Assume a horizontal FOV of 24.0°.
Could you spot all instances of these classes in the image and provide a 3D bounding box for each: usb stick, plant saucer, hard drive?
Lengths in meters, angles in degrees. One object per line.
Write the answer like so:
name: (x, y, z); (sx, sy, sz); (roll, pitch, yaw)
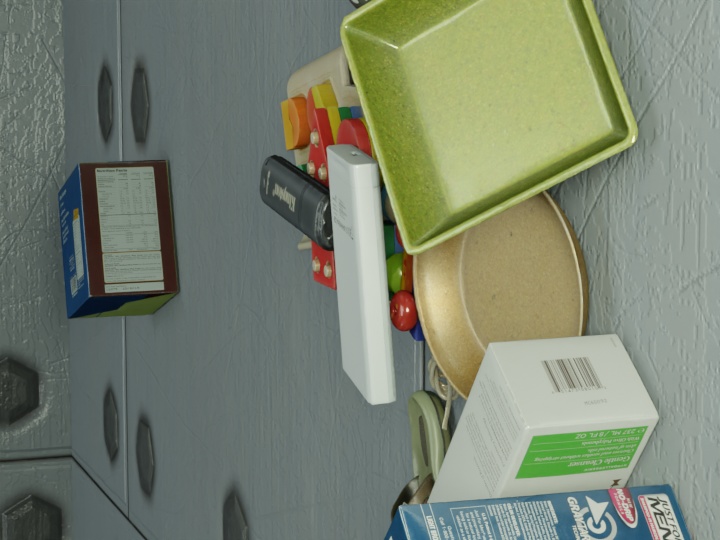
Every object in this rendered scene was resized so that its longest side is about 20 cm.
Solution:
usb stick: (-0.056, -0.066, 1.590); (0.200, 0.032, 0.056); (-142, 47, -66)
plant saucer: (0.114, 0.012, 1.296); (0.200, 0.035, 0.201); (15, 109, 53)
hard drive: (0.000, 0.000, 1.442); (0.132, 0.027, 0.201); (-135, 40, -75)
plant saucer: (0.097, -0.136, 1.234); (0.199, 0.048, 0.201); (-27, 69, 29)

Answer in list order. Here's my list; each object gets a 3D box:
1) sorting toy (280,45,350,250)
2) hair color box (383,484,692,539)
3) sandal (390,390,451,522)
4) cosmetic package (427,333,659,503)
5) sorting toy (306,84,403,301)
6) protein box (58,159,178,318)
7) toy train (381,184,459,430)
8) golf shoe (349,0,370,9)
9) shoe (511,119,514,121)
sorting toy: (-0.043, -0.126, 1.771); (0.185, 0.036, 0.201); (171, 97, -70)
hair color box: (0.112, 0.200, 1.129); (0.100, 0.199, 0.061); (110, 151, -47)
sandal: (0.053, 0.208, 1.506); (0.080, 0.057, 0.202); (135, 130, -64)
cosmetic package: (0.126, 0.143, 1.226); (0.200, 0.107, 0.085); (104, 154, -42)
sorting toy: (0.003, -0.067, 1.574); (0.200, 0.069, 0.200); (-156, 61, -70)
protein box: (-0.366, -0.044, 2.536); (0.198, 0.134, 0.201); (149, 116, -68)
toy train: (0.052, 0.022, 1.445); (0.116, 0.084, 0.201); (-142, 52, -62)
golf shoe: (0.038, -0.221, 1.417); (0.200, 0.088, 0.077); (37, 101, 51)
shoe: (0.096, -0.127, 1.341); (0.200, 0.071, 0.091); (161, 107, -64)
